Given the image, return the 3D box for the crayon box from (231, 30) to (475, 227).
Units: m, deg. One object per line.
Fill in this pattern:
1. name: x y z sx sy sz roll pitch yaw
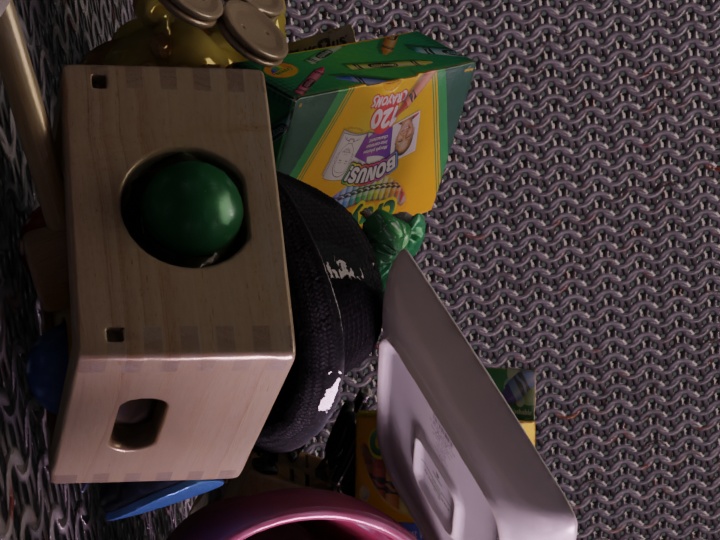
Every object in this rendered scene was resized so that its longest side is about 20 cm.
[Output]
1. crayon box: -0.015 -0.086 1.178 0.200 0.058 0.119 -19 133 -50

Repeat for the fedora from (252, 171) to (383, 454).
1. fedora: -0.053 0.004 1.044 0.200 0.092 0.201 17 -66 44

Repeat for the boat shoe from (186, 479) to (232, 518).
1. boat shoe: -0.082 0.168 1.325 0.066 0.072 0.201 58 -39 36

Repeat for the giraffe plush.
1. giraffe plush: -0.119 -0.114 1.170 0.173 0.200 0.162 61 26 6

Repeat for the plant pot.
1. plant pot: -0.055 0.223 1.107 0.179 0.200 0.200 -157 -122 -72

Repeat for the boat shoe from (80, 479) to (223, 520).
1. boat shoe: -0.129 0.104 1.028 0.200 0.084 0.069 160 -85 -74

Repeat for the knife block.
1. knife block: -0.069 0.160 1.246 0.064 0.200 0.176 -96 162 -72

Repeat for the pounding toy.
1. pounding toy: -0.119 -0.017 0.864 0.200 0.142 0.184 116 -30 -59

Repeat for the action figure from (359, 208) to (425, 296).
1. action figure: 0.000 0.000 1.133 0.055 0.118 0.200 44 -20 2

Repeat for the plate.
1. plate: 0.055 0.119 1.018 0.200 0.032 0.200 91 -26 -53

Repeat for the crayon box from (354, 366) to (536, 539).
1. crayon box: 0.053 0.162 1.157 0.126 0.052 0.200 -1 -93 50

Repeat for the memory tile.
1. memory tile: -0.130 -0.207 1.087 0.017 0.200 0.153 -46 -148 28

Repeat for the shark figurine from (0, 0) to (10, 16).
1. shark figurine: -0.157 -0.162 0.765 0.128 0.089 0.215 84 1 -59
